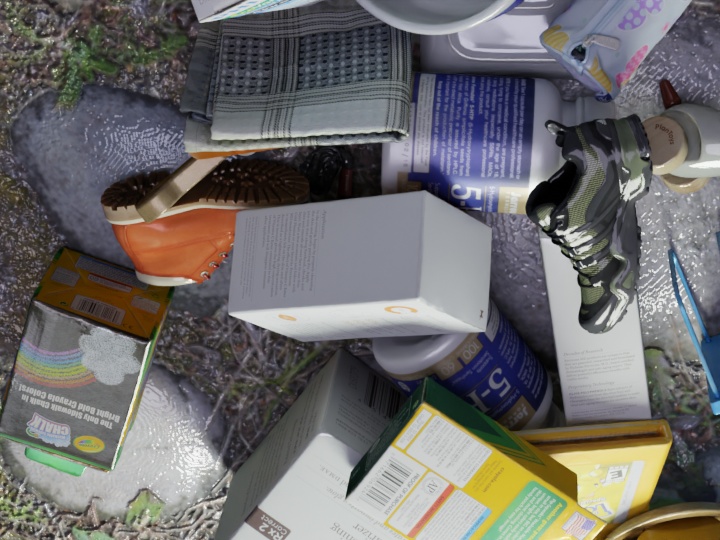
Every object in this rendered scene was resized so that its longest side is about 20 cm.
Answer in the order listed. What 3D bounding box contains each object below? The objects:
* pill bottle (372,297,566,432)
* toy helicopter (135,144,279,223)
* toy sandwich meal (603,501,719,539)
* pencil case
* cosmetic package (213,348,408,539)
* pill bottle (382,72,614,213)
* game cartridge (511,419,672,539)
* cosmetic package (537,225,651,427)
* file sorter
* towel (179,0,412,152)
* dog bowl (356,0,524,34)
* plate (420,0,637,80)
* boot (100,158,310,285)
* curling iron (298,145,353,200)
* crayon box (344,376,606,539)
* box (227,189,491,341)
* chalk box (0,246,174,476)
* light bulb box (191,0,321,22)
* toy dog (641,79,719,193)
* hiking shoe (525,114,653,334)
[{"bbox_3d":[0.112,0.107,1.611,0.119,0.120,0.200,-30,121,18],"label":"pill bottle"},{"bbox_3d":[-0.120,-0.109,1.520,0.200,0.132,0.079,-40,105,6],"label":"toy helicopter"},{"bbox_3d":[0.310,0.300,1.671,0.203,0.071,0.206,-4,141,-3],"label":"toy sandwich meal"},{"bbox_3d":[0.237,-0.242,1.436,0.083,0.091,0.200,41,94,23],"label":"pencil case"},{"bbox_3d":[-0.021,0.223,1.658,0.164,0.165,0.200,34,113,-10],"label":"cosmetic package"},{"bbox_3d":[0.121,-0.111,1.508,0.198,0.120,0.121,3,115,4],"label":"pill bottle"},{"bbox_3d":[0.193,0.215,1.622,0.175,0.033,0.201,-4,140,-7],"label":"game cartridge"},{"bbox_3d":[0.216,0.034,1.580,0.084,0.108,0.202,-9,112,7],"label":"cosmetic package"},{"bbox_3d":[0.389,0.018,1.538,0.199,0.139,0.123,-20,108,15],"label":"file sorter"},{"bbox_3d":[-0.054,-0.178,1.470,0.198,0.194,0.035,-3,138,7],"label":"towel"},{"bbox_3d":[0.070,-0.302,1.426,0.198,0.079,0.202,6,105,22],"label":"dog bowl"},{"bbox_3d":[0.148,-0.258,1.497,0.198,0.032,0.201,1,114,6],"label":"plate"},{"bbox_3d":[-0.136,-0.041,1.610,0.198,0.075,0.108,-6,121,14],"label":"boot"},{"bbox_3d":[-0.028,-0.030,1.625,0.049,0.026,0.202,12,122,24],"label":"curling iron"},{"bbox_3d":[0.103,0.201,1.517,0.199,0.052,0.126,34,114,-9],"label":"crayon box"},{"bbox_3d":[0.000,0.000,1.508,0.199,0.124,0.098,-4,74,32],"label":"box"},{"bbox_3d":[-0.272,0.104,1.657,0.123,0.124,0.201,19,116,-4],"label":"chalk box"},{"bbox_3d":[-0.023,-0.288,1.314,0.197,0.200,0.126,-19,94,27],"label":"light bulb box"},{"bbox_3d":[0.334,-0.133,1.502,0.198,0.132,0.097,-4,76,3],"label":"toy dog"},{"bbox_3d":[0.187,-0.040,1.445,0.100,0.076,0.202,2,116,-1],"label":"hiking shoe"}]
